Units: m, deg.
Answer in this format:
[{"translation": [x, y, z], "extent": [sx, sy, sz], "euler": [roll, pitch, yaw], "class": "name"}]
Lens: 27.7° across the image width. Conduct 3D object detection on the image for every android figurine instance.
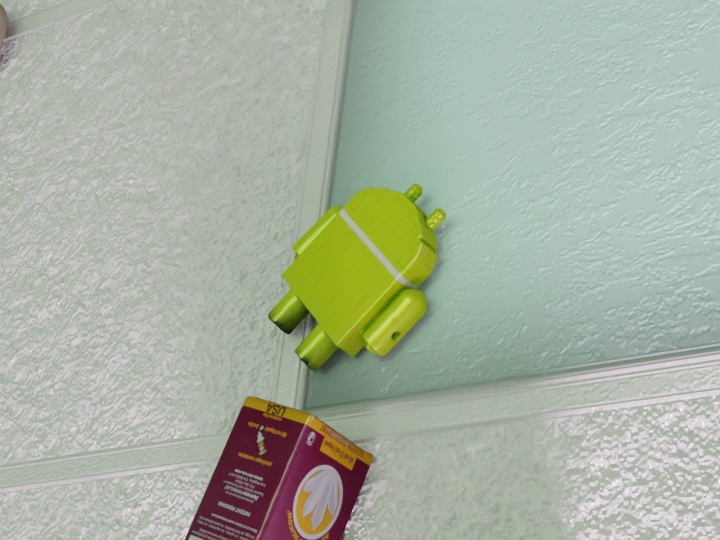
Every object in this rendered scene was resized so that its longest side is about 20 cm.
[{"translation": [0.000, 0.000, 1.431], "extent": [0.200, 0.041, 0.182], "euler": [-47, 46, 4], "class": "android figurine"}]

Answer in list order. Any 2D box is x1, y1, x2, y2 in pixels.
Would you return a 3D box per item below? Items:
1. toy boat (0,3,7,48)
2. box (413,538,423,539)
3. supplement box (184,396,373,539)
[{"translation": [-0.582, -0.327, 1.997], "extent": [0.199, 0.131, 0.132], "euler": [-12, 58, 31], "class": "toy boat"}, {"translation": [0.072, 0.329, 1.137], "extent": [0.112, 0.101, 0.201], "euler": [8, 69, 39], "class": "box"}, {"translation": [-0.082, 0.230, 1.305], "extent": [0.085, 0.110, 0.201], "euler": [10, 71, 39], "class": "supplement box"}]
